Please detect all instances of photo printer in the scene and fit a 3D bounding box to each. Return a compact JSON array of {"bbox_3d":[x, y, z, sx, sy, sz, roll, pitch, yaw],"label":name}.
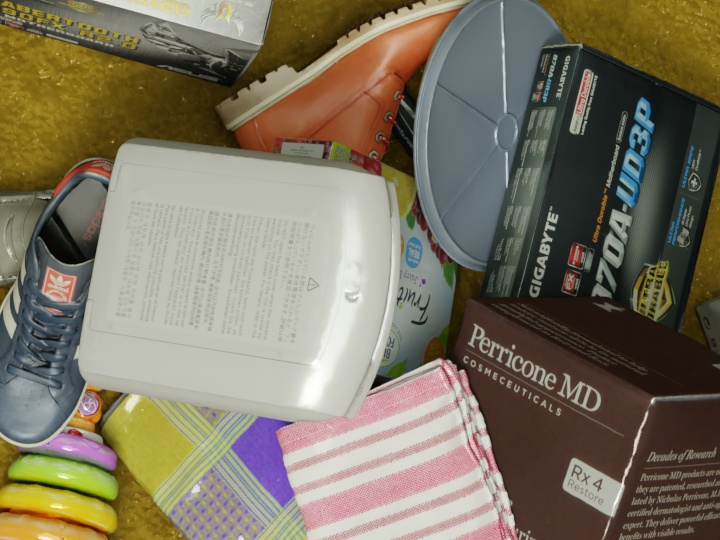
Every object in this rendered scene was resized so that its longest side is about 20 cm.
[{"bbox_3d":[-0.071,0.006,1.361,0.199,0.069,0.167,7,84,25],"label":"photo printer"}]

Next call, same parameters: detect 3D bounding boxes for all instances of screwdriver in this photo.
[{"bbox_3d":[0.072,-0.051,1.579,0.029,0.028,0.200,-31,92,19],"label":"screwdriver"}]

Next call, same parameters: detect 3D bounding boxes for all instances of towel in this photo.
[{"bbox_3d":[-0.081,0.127,1.481,0.144,0.023,0.200,-44,69,9],"label":"towel"},{"bbox_3d":[0.029,0.173,1.392,0.146,0.030,0.201,-25,73,27],"label":"towel"}]

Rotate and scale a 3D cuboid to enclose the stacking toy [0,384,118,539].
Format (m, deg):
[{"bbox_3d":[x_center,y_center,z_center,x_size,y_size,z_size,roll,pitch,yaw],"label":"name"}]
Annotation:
[{"bbox_3d":[-0.204,0.147,1.479,0.116,0.110,0.201,14,75,-8],"label":"stacking toy"}]

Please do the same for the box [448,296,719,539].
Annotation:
[{"bbox_3d":[0.148,0.139,1.436,0.164,0.166,0.201,1,111,-48],"label":"box"}]

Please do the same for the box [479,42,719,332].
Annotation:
[{"bbox_3d":[0.179,-0.045,1.560,0.159,0.046,0.201,20,81,-34],"label":"box"}]

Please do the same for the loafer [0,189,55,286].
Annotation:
[{"bbox_3d":[-0.227,-0.026,1.498,0.199,0.070,0.070,-8,86,-12],"label":"loafer"}]

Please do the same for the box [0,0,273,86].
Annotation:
[{"bbox_3d":[-0.167,-0.186,1.479,0.199,0.158,0.049,14,83,-10],"label":"box"}]

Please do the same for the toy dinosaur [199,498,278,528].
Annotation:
[{"bbox_3d":[-0.019,0.206,1.524,0.200,0.102,0.136,36,95,-24],"label":"toy dinosaur"}]

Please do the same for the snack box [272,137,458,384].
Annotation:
[{"bbox_3d":[0.000,0.000,1.483,0.053,0.200,0.143,6,84,31],"label":"snack box"}]

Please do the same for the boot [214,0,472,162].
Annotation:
[{"bbox_3d":[0.007,-0.123,1.541,0.200,0.075,0.107,-30,94,8],"label":"boot"}]

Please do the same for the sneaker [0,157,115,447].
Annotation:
[{"bbox_3d":[-0.201,0.020,1.422,0.075,0.085,0.201,16,87,-6],"label":"sneaker"}]

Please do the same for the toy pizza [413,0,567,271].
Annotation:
[{"bbox_3d":[0.092,-0.100,1.538,0.200,0.032,0.201,-14,108,-50],"label":"toy pizza"}]

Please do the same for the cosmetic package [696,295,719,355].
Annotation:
[{"bbox_3d":[0.325,0.032,1.532,0.101,0.200,0.074,-20,89,-11],"label":"cosmetic package"}]
